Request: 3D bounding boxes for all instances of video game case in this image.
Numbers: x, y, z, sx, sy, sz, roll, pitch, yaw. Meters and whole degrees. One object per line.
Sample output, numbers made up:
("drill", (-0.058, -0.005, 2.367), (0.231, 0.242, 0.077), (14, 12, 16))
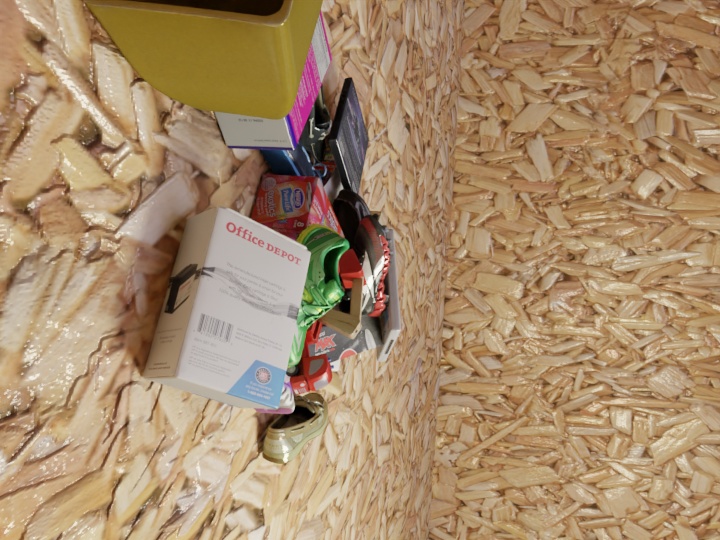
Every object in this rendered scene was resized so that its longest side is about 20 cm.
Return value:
("video game case", (0.046, 0.051, 1.345), (0.183, 0.022, 0.203), (106, -17, -65))
("video game case", (-0.018, -0.238, 1.282), (0.202, 0.019, 0.144), (-81, 160, -45))

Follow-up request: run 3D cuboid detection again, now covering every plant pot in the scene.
("plant pot", (-0.135, -0.272, 0.738), (0.201, 0.191, 0.198), (83, 17, -66))

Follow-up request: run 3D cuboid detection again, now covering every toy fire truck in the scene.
("toy fire truck", (-0.050, 0.076, 1.050), (0.049, 0.139, 0.202), (74, 3, -60))

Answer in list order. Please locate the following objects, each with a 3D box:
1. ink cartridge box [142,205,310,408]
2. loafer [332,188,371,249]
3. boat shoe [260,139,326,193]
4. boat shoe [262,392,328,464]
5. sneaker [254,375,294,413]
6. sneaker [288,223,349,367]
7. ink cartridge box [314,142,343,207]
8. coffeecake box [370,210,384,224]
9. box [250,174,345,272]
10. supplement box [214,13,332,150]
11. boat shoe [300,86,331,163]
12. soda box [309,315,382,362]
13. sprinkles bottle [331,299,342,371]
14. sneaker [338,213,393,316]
("ink cartridge box", (-0.153, 0.048, 0.834), (0.144, 0.083, 0.203), (26, 65, -37))
("loafer", (-0.022, -0.043, 1.247), (0.071, 0.072, 0.203), (-31, 126, -43))
("boat shoe", (-0.093, -0.162, 1.099), (0.201, 0.083, 0.069), (74, 37, -58))
("boat shoe", (-0.108, 0.255, 1.208), (0.200, 0.072, 0.064), (-35, 133, -62))
("sneaker", (-0.142, 0.140, 1.046), (0.201, 0.079, 0.090), (80, 14, -57))
("sneaker", (-0.069, 0.035, 0.961), (0.074, 0.082, 0.203), (35, 70, -68))
("ink cartridge box", (-0.057, -0.155, 1.305), (0.201, 0.050, 0.110), (-64, 155, -51))
("coffeecake box", (0.002, -0.005, 1.525), (0.154, 0.072, 0.202), (77, 24, -51))
("box", (-0.094, -0.054, 1.109), (0.201, 0.094, 0.101), (67, 32, -60))
("supplement box", (-0.117, -0.268, 0.947), (0.104, 0.100, 0.202), (76, 23, -48))
("boat shoe", (-0.079, -0.251, 1.166), (0.201, 0.059, 0.076), (72, 27, -56))
("soda box", (-0.046, 0.120, 1.246), (0.199, 0.063, 0.072), (-12, 97, -49))
("sprinkles bottle", (-0.060, 0.087, 1.331), (0.068, 0.067, 0.203), (44, 53, -71))
("sneaker", (0.000, 0.000, 1.204), (0.097, 0.071, 0.203), (-14, 127, -26))
